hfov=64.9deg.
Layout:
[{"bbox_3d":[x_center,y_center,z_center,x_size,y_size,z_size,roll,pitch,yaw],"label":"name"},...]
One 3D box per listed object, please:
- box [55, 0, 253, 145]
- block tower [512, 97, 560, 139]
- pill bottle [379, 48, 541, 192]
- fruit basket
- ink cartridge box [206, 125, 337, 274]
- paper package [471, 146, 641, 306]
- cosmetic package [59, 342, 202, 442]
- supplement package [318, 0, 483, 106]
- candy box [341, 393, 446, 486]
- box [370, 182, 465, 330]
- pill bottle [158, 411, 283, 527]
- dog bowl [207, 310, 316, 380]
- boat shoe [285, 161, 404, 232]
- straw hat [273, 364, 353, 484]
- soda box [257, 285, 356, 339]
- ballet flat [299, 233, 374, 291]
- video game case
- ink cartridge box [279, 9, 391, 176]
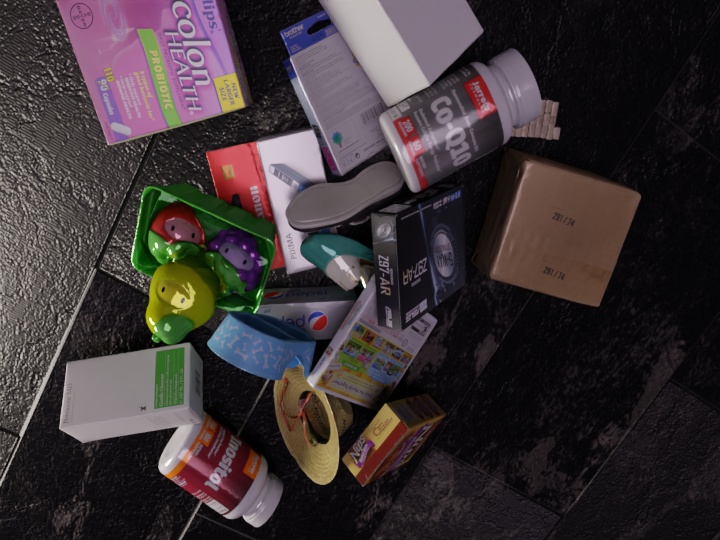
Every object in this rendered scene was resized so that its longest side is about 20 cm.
[{"bbox_3d":[-0.263,-0.286,0.757,0.193,0.097,0.182,-14,109,-1],"label":"box"},{"bbox_3d":[0.196,-0.231,0.840,0.192,0.054,0.060,3,109,-7],"label":"block tower"},{"bbox_3d":[0.132,-0.201,0.755,0.195,0.114,0.116,-28,109,5],"label":"pill bottle"},{"bbox_3d":[-0.226,-0.007,0.781,0.209,0.218,0.159,18,119,-11],"label":"fruit basket"},{"bbox_3d":[-0.129,-0.096,0.858,0.170,0.045,0.207,-13,108,-2],"label":"ink cartridge box"},{"bbox_3d":[0.294,-0.065,0.877,0.193,0.104,0.197,12,108,-10],"label":"paper package"},{"bbox_3d":[-0.351,0.191,0.886,0.192,0.111,0.086,-9,151,-4],"label":"cosmetic package"},{"bbox_3d":[0.042,-0.344,0.736,0.121,0.119,0.202,-44,108,-19],"label":"supplement package"},{"bbox_3d":[0.061,0.267,0.918,0.056,0.199,0.118,42,102,22],"label":"candy box"},{"bbox_3d":[0.091,-0.027,0.832,0.042,0.198,0.167,9,113,36],"label":"box"},{"bbox_3d":[-0.229,0.337,0.952,0.199,0.113,0.113,41,101,-17],"label":"pill bottle"},{"bbox_3d":[-0.126,0.100,0.782,0.109,0.199,0.051,26,90,19],"label":"dog bowl"},{"bbox_3d":[-0.021,-0.096,0.826,0.196,0.074,0.061,-30,154,-26],"label":"boat shoe"},{"bbox_3d":[-0.060,0.233,0.928,0.083,0.199,0.209,-11,113,-36],"label":"straw hat"},{"bbox_3d":[-0.102,0.069,0.901,0.192,0.069,0.066,-3,109,-5],"label":"soda box"},{"bbox_3d":[0.000,0.000,0.850,0.195,0.072,0.068,17,131,-35],"label":"ballet flat"},{"bbox_3d":[0.026,0.120,0.879,0.185,0.023,0.199,-57,142,-1],"label":"video game case"},{"bbox_3d":[-0.029,-0.255,0.800,0.117,0.042,0.205,-32,112,-18],"label":"ink cartridge box"}]
